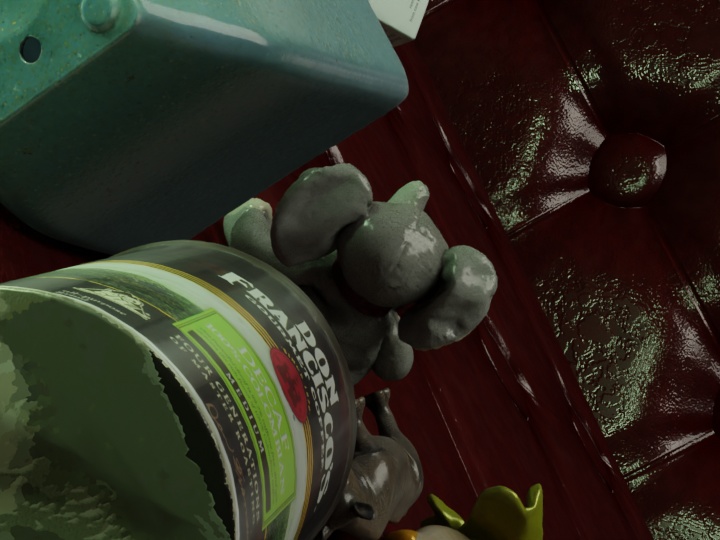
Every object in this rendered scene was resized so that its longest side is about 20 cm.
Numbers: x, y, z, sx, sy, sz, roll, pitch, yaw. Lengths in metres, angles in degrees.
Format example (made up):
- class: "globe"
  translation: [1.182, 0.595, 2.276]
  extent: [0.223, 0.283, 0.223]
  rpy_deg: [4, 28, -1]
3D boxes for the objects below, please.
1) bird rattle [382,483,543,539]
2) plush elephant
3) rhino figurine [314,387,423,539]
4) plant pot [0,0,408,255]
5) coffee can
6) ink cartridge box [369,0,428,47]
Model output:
- class: "bird rattle"
  translation: [0.070, 0.246, 1.103]
  extent: [0.162, 0.112, 0.202]
  rpy_deg: [17, 62, -50]
- class: "plush elephant"
  translation: [0.000, 0.000, 1.103]
  extent: [0.165, 0.155, 0.200]
  rpy_deg: [42, 22, -14]
- class: "rhino figurine"
  translation: [-0.005, 0.131, 1.051]
  extent: [0.088, 0.059, 0.200]
  rpy_deg: [66, 13, 5]
- class: "plant pot"
  translation: [-0.129, -0.133, 0.830]
  extent: [0.198, 0.195, 0.200]
  rpy_deg: [63, 21, 11]
- class: "coffee can"
  translation: [-0.090, 0.070, 0.582]
  extent: [0.147, 0.146, 0.200]
  rpy_deg: [61, 11, 0]
- class: "ink cartridge box"
  translation: [-0.054, -0.265, 1.403]
  extent: [0.199, 0.085, 0.144]
  rpy_deg: [26, -14, -23]
